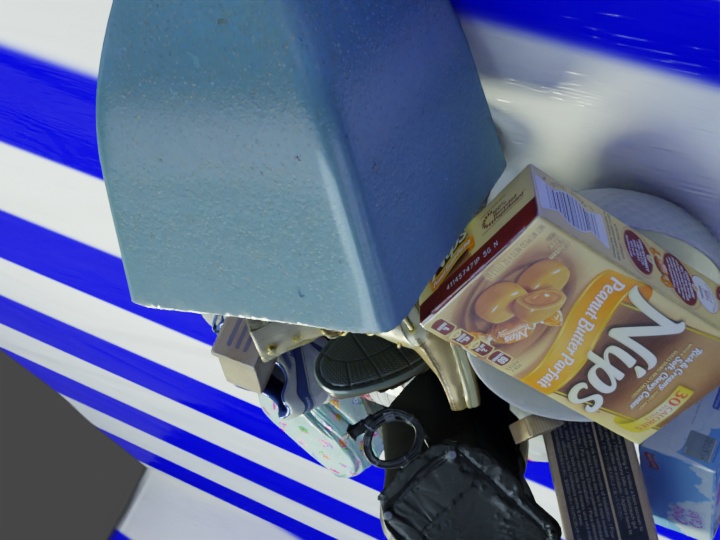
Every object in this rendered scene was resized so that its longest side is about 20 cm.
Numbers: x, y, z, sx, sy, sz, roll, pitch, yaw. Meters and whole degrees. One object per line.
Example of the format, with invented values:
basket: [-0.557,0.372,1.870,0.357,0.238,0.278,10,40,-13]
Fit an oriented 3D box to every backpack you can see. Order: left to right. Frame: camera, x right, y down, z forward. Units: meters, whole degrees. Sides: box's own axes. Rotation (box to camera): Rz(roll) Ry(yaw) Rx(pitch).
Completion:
backpack: [-0.044,0.150,1.412,0.200,0.127,0.167,42,165,-1]

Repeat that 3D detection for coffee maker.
coffee maker: [0.078,0.155,1.007,0.200,0.133,0.194,-88,-25,-73]

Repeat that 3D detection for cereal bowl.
cereal bowl: [0.170,0.016,0.848,0.197,0.084,0.202,0,133,0]

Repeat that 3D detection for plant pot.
plant pot: [-0.044,-0.108,0.713,0.194,0.196,0.202,5,127,29]

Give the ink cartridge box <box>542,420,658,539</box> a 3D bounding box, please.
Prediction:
ink cartridge box: [0.204,0.193,0.991,0.074,0.167,0.200,-12,153,9]

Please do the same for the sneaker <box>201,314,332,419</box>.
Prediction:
sneaker: [-0.109,0.068,1.153,0.199,0.088,0.076,34,133,26]

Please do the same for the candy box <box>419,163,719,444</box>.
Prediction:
candy box: [0.149,0.028,0.765,0.199,0.056,0.115,29,127,-23]

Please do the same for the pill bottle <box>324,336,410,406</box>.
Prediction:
pill bottle: [0.038,0.081,1.183,0.198,0.115,0.114,17,157,28]

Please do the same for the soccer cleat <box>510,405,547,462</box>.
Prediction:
soccer cleat: [0.155,0.141,1.265,0.199,0.070,0.077,34,144,-19]

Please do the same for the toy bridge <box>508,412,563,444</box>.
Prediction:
toy bridge: [0.115,0.035,0.940,0.027,0.067,0.202,-46,62,54]

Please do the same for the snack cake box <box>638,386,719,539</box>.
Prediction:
snack cake box: [0.294,0.147,1.013,0.067,0.116,0.200,17,158,24]

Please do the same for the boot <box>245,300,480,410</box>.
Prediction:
boot: [-0.004,0.043,0.919,0.202,0.154,0.073,63,-178,-5]

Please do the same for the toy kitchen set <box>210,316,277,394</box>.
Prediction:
toy kitchen set: [-0.151,-0.027,1.070,0.198,0.182,0.164,19,158,10]

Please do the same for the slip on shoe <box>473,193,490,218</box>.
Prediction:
slip on shoe: [0.009,-0.100,0.873,0.199,0.076,0.061,28,122,25]

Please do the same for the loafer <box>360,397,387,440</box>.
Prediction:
loafer: [0.027,0.139,1.282,0.072,0.073,0.200,-3,-154,-10]

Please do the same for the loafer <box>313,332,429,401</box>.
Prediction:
loafer: [0.054,0.056,0.994,0.072,0.199,0.063,52,168,32]
